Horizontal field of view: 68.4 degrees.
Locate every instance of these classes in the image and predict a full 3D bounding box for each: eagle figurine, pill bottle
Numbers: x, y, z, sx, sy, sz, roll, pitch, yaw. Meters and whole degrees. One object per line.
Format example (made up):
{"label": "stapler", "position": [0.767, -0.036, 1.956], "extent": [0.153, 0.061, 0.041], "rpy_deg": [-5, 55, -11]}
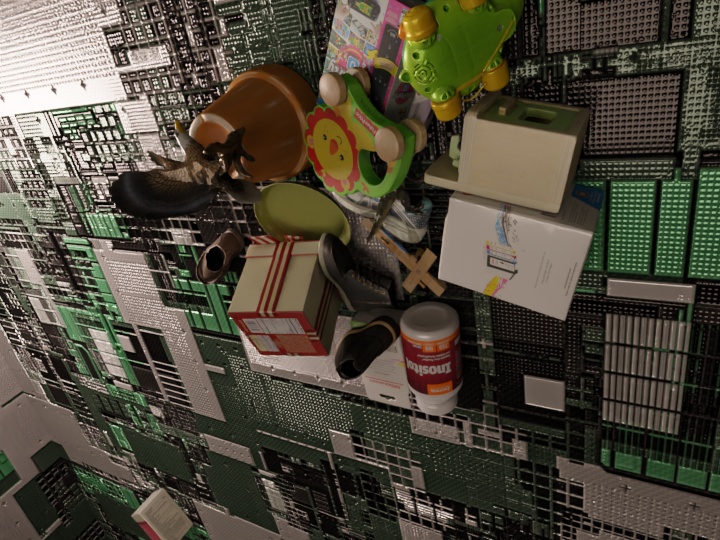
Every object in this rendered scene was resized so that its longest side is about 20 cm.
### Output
{"label": "eagle figurine", "position": [-0.259, -0.151, 0.811], "extent": [0.197, 0.151, 0.154], "rpy_deg": [-24, 68, 24]}
{"label": "pill bottle", "position": [0.140, 0.172, 1.018], "extent": [0.111, 0.113, 0.204], "rpy_deg": [7, 122, 29]}

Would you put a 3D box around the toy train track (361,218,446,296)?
{"label": "toy train track", "position": [0.084, -0.034, 0.983], "extent": [0.200, 0.032, 0.115], "rpy_deg": [43, 139, 10]}

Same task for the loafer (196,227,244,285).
{"label": "loafer", "position": [-0.342, -0.025, 1.232], "extent": [0.073, 0.071, 0.200], "rpy_deg": [45, 132, 0]}

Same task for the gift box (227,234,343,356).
{"label": "gift box", "position": [-0.151, 0.043, 1.047], "extent": [0.196, 0.189, 0.186], "rpy_deg": [2, 143, 15]}

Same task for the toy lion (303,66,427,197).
{"label": "toy lion", "position": [-0.011, -0.187, 0.805], "extent": [0.200, 0.068, 0.193], "rpy_deg": [47, 142, 20]}

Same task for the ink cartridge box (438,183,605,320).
{"label": "ink cartridge box", "position": [0.237, -0.051, 0.793], "extent": [0.197, 0.147, 0.147], "rpy_deg": [19, 127, 22]}

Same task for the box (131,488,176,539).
{"label": "box", "position": [-0.797, 1.005, 2.135], "extent": [0.108, 0.128, 0.201], "rpy_deg": [-33, 98, 42]}

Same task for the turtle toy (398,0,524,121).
{"label": "turtle toy", "position": [0.131, -0.301, 0.685], "extent": [0.147, 0.198, 0.101], "rpy_deg": [60, 177, -37]}

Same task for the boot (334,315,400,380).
{"label": "boot", "position": [-0.023, 0.172, 1.016], "extent": [0.077, 0.138, 0.200], "rpy_deg": [44, 135, 3]}

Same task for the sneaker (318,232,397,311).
{"label": "sneaker", "position": [0.000, 0.000, 1.017], "extent": [0.104, 0.076, 0.201], "rpy_deg": [-4, 138, 27]}

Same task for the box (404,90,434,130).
{"label": "box", "position": [0.102, -0.268, 0.815], "extent": [0.038, 0.041, 0.202], "rpy_deg": [32, 130, 11]}

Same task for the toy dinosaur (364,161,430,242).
{"label": "toy dinosaur", "position": [0.066, -0.133, 0.860], "extent": [0.086, 0.048, 0.203], "rpy_deg": [6, 120, -12]}

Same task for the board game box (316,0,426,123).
{"label": "board game box", "position": [0.019, -0.315, 0.800], "extent": [0.147, 0.064, 0.202], "rpy_deg": [42, 134, 27]}

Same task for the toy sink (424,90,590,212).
{"label": "toy sink", "position": [0.203, -0.179, 0.746], "extent": [0.197, 0.130, 0.114], "rpy_deg": [18, 127, 24]}

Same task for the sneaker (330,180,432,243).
{"label": "sneaker", "position": [0.038, -0.134, 0.931], "extent": [0.197, 0.078, 0.087], "rpy_deg": [28, 118, 5]}

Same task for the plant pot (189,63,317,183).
{"label": "plant pot", "position": [-0.190, -0.236, 0.926], "extent": [0.197, 0.183, 0.204], "rpy_deg": [16, 126, 23]}

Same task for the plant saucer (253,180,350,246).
{"label": "plant saucer", "position": [-0.109, -0.103, 1.022], "extent": [0.196, 0.031, 0.202], "rpy_deg": [12, 144, 9]}

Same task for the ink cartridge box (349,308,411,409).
{"label": "ink cartridge box", "position": [0.058, 0.181, 1.106], "extent": [0.115, 0.067, 0.204], "rpy_deg": [6, 120, 31]}
